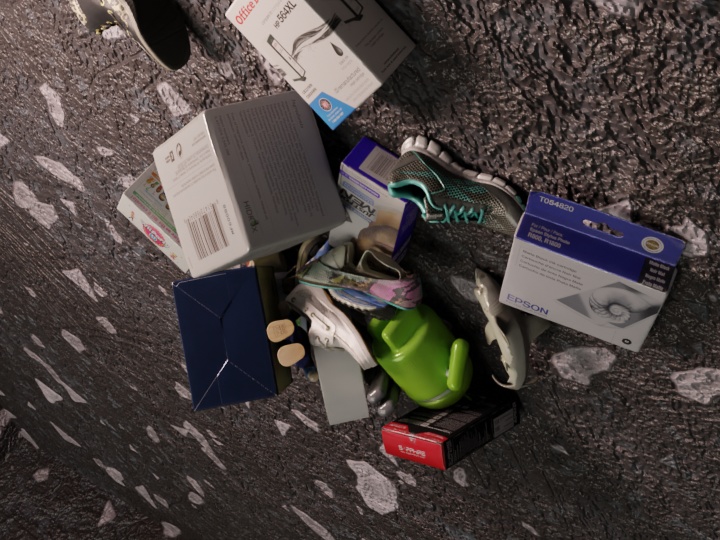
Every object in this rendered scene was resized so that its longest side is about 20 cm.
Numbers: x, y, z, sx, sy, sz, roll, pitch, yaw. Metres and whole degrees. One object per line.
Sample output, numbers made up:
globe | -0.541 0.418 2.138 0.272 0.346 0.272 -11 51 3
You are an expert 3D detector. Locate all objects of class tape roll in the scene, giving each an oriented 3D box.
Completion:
tape roll | -0.036 0.146 1.776 0.069 0.205 0.204 -12 138 -1

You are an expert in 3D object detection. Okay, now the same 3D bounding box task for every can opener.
can opener | 0.037 0.183 1.727 0.053 0.066 0.200 48 -168 -7

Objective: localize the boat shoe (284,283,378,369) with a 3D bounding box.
boat shoe | -0.047 0.093 1.654 0.200 0.069 0.071 46 170 39

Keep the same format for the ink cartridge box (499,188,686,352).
ink cartridge box | 0.278 0.005 1.331 0.196 0.041 0.201 20 146 12

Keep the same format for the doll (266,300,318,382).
doll | -0.103 0.113 1.709 0.200 0.048 0.138 59 -173 -80

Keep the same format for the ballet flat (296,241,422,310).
ballet flat | 0.000 0.000 1.547 0.197 0.069 0.072 14 113 24

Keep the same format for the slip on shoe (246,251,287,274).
slip on shoe | -0.163 -0.031 1.829 0.073 0.062 0.201 -9 156 -5

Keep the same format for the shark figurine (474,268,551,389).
shark figurine | 0.230 0.103 1.530 0.128 0.088 0.217 -123 11 -60

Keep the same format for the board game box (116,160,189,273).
board game box | -0.252 -0.122 1.659 0.147 0.201 0.064 43 151 -5

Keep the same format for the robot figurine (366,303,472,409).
robot figurine | 0.096 0.132 1.668 0.200 0.116 0.174 49 161 -29

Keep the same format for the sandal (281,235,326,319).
sandal | -0.096 0.009 1.781 0.057 0.080 0.203 32 137 18

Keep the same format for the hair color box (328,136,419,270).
hair color box | 0.021 -0.084 1.531 0.108 0.065 0.201 32 151 13

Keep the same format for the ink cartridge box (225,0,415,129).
ink cartridge box | -0.052 -0.292 1.314 0.200 0.085 0.146 45 151 -8

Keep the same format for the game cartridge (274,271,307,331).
game cartridge | -0.160 0.076 1.908 0.131 0.041 0.201 -5 144 -4

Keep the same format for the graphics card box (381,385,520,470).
graphics card box | 0.143 0.240 1.686 0.124 0.198 0.052 6 111 43

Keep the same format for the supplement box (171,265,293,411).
supplement box | -0.198 0.102 1.719 0.200 0.132 0.204 -11 -89 -86

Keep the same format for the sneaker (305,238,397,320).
sneaker | -0.008 0.005 1.633 0.078 0.090 0.199 24 -170 -45

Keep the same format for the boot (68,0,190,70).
boot | -0.337 -0.366 1.568 0.205 0.073 0.153 54 151 -14

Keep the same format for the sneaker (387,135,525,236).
sneaker | 0.118 -0.087 1.381 0.198 0.092 0.078 30 150 19

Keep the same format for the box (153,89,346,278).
box | -0.158 -0.120 1.519 0.198 0.169 0.203 -20 88 57
